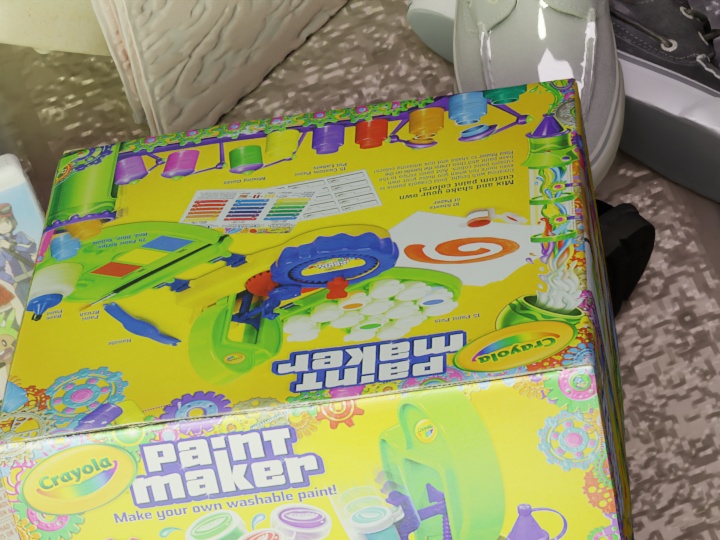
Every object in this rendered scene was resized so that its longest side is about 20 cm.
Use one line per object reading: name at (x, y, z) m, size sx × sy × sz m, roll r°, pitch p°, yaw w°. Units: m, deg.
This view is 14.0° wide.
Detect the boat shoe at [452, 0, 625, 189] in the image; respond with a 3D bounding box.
boat shoe at (0.070, -0.125, 1.187) m, size 0.072 × 0.069 × 0.201 m, roll -1°, pitch 64°, yaw 13°

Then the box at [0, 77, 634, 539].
box at (-0.010, 0.041, 1.037) m, size 0.199 × 0.123 × 0.193 m, roll -7°, pitch 31°, yaw 7°

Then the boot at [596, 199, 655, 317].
boot at (-0.001, -0.001, 1.198) m, size 0.211 × 0.080 × 0.158 m, roll -36°, pitch 70°, yaw -10°

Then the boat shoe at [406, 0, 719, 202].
boat shoe at (0.118, -0.090, 1.237) m, size 0.199 × 0.070 × 0.066 m, roll 26°, pitch 73°, yaw 21°

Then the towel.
towel at (-0.029, -0.153, 1.202) m, size 0.032 × 0.191 × 0.200 m, roll 41°, pitch 75°, yaw 17°

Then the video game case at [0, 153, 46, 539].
video game case at (-0.191, 0.074, 1.147) m, size 0.199 × 0.183 × 0.023 m, roll -24°, pitch 24°, yaw -6°

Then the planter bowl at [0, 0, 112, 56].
planter bowl at (-0.144, -0.162, 1.229) m, size 0.199 × 0.200 × 0.136 m, roll 8°, pitch 96°, yaw 7°
